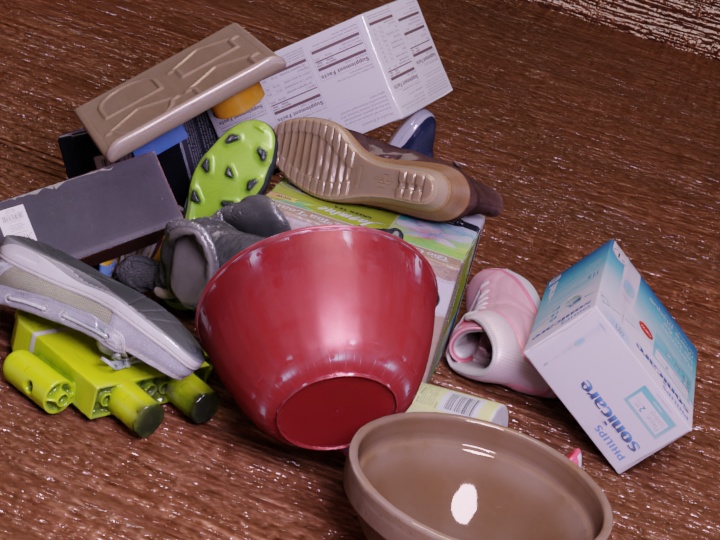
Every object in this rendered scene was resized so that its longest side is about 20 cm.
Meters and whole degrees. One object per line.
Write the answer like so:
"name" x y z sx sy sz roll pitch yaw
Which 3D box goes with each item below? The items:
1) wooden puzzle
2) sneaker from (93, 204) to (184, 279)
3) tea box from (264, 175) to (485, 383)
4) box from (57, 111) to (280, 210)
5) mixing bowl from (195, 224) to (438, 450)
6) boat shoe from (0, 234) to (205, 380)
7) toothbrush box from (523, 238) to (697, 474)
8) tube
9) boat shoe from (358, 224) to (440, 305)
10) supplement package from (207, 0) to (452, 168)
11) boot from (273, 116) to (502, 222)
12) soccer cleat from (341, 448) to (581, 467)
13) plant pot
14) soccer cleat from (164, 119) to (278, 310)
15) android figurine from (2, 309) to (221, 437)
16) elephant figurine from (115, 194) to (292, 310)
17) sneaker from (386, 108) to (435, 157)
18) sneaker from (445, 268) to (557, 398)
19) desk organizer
"wooden puzzle" -0.170 -0.162 1.513 0.185 0.046 0.200 -29 23 -8
"sneaker" -0.238 -0.016 1.531 0.200 0.075 0.090 -3 37 -28
"tea box" 0.000 0.000 1.542 0.200 0.134 0.197 17 20 6
"box" -0.196 -0.123 1.686 0.148 0.105 0.200 -10 11 25
"mixing bowl" -0.025 0.070 1.256 0.200 0.200 0.109 6 46 -22
"boat shoe" -0.219 0.040 1.311 0.202 0.065 0.074 28 6 12
"toothbrush box" 0.239 0.076 1.498 0.147 0.085 0.200 52 23 -6
"tube" 0.031 0.116 1.407 0.200 0.052 0.058 16 -25 24
"boat shoe" 0.033 0.023 1.355 0.066 0.200 0.075 -14 50 9
"supplement package" -0.034 -0.186 1.633 0.200 0.111 0.156 -19 8 27
"boot" 0.025 -0.090 1.544 0.200 0.073 0.166 21 6 24
"soccer cleat" 0.083 0.152 1.306 0.200 0.077 0.067 18 22 7
"plant pot" 0.078 0.193 1.181 0.200 0.093 0.201 13 21 -5
"soccer cleat" -0.134 -0.055 1.509 0.067 0.200 0.081 29 14 4
"android figurine" -0.214 0.074 1.349 0.200 0.041 0.182 31 27 34
"elephant figurine" -0.122 -0.003 1.399 0.200 0.155 0.142 42 -1 17
"sneaker" 0.064 -0.062 1.661 0.108 0.200 0.070 33 29 22
"sneaker" 0.125 0.052 1.580 0.104 0.075 0.200 11 25 -25
"desk organizer" -0.268 -0.034 1.423 0.200 0.072 0.077 -22 -6 -29
